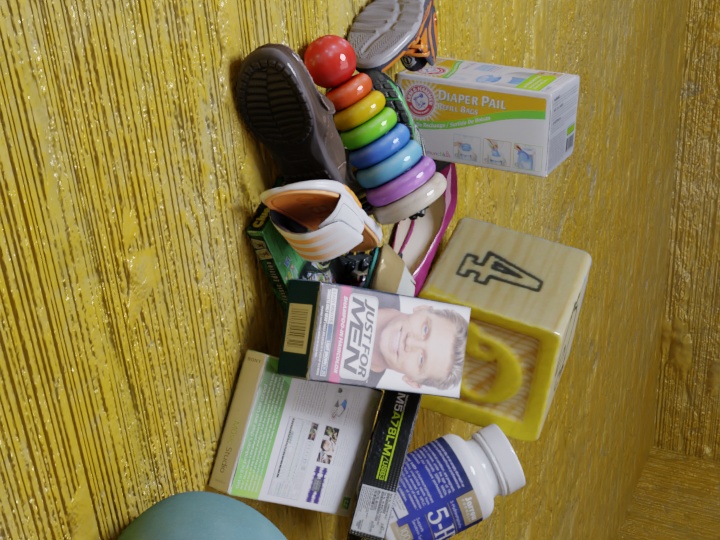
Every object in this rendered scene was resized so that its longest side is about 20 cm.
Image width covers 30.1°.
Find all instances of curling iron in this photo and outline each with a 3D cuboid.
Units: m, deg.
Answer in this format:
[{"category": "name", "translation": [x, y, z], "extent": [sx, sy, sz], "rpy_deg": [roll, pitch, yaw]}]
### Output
[{"category": "curling iron", "translation": [0.062, -0.105, 1.607], "extent": [0.200, 0.049, 0.026], "rpy_deg": [-31, 98, -45]}]

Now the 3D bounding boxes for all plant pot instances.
[{"category": "plant pot", "translation": [-0.144, 0.274, 1.177], "extent": [0.135, 0.199, 0.201], "rpy_deg": [-114, -163, -56]}]

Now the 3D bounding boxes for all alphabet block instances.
[{"category": "alphabet block", "translation": [0.183, 0.076, 1.792], "extent": [0.200, 0.195, 0.196], "rpy_deg": [-58, 158, -51]}]

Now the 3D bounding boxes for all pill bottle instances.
[{"category": "pill bottle", "translation": [0.104, 0.280, 1.714], "extent": [0.199, 0.120, 0.120], "rpy_deg": [-26, 140, -9]}]

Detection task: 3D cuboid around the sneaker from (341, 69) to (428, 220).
[{"category": "sneaker", "translation": [0.028, -0.147, 1.476], "extent": [0.201, 0.077, 0.086], "rpy_deg": [72, 17, -50]}]

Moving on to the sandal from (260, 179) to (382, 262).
[{"category": "sandal", "translation": [-0.027, -0.036, 1.333], "extent": [0.207, 0.079, 0.060], "rpy_deg": [33, 49, -61]}]

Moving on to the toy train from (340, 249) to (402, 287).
[{"category": "toy train", "translation": [0.000, 0.000, 1.561], "extent": [0.200, 0.034, 0.046], "rpy_deg": [-10, 121, -64]}]

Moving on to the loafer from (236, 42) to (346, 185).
[{"category": "loafer", "translation": [-0.064, -0.149, 1.291], "extent": [0.201, 0.072, 0.071], "rpy_deg": [69, 27, -49]}]

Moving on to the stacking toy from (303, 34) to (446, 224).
[{"category": "stacking toy", "translation": [0.008, -0.151, 1.372], "extent": [0.201, 0.085, 0.085], "rpy_deg": [60, 35, -12]}]

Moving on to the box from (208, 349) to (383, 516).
[{"category": "box", "translation": [-0.064, 0.175, 1.407], "extent": [0.200, 0.036, 0.145], "rpy_deg": [24, 80, -50]}]

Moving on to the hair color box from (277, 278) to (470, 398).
[{"category": "hair color box", "translation": [0.017, 0.071, 1.378], "extent": [0.199, 0.060, 0.101], "rpy_deg": [10, 87, -37]}]

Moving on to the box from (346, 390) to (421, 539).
[{"category": "box", "translation": [0.028, 0.218, 1.528], "extent": [0.193, 0.047, 0.201], "rpy_deg": [89, 16, -73]}]

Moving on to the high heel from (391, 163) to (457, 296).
[{"category": "high heel", "translation": [0.072, -0.057, 1.673], "extent": [0.096, 0.067, 0.201], "rpy_deg": [-34, 145, -74]}]

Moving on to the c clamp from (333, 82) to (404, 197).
[{"category": "c clamp", "translation": [0.009, -0.164, 1.516], "extent": [0.200, 0.027, 0.172], "rpy_deg": [-24, 122, -64]}]

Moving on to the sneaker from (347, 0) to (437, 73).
[{"category": "sneaker", "translation": [0.049, -0.257, 1.501], "extent": [0.112, 0.077, 0.201], "rpy_deg": [78, 31, -43]}]

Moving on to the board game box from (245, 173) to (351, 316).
[{"category": "board game box", "translation": [-0.058, -0.003, 1.394], "extent": [0.105, 0.023, 0.201], "rpy_deg": [-60, 143, -37]}]

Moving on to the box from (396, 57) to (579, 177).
[{"category": "box", "translation": [0.151, -0.189, 1.622], "extent": [0.112, 0.199, 0.102], "rpy_deg": [-37, 133, -57]}]

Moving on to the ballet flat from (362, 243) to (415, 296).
[{"category": "ballet flat", "translation": [0.032, 0.022, 1.490], "extent": [0.200, 0.063, 0.069], "rpy_deg": [110, -3, -73]}]
